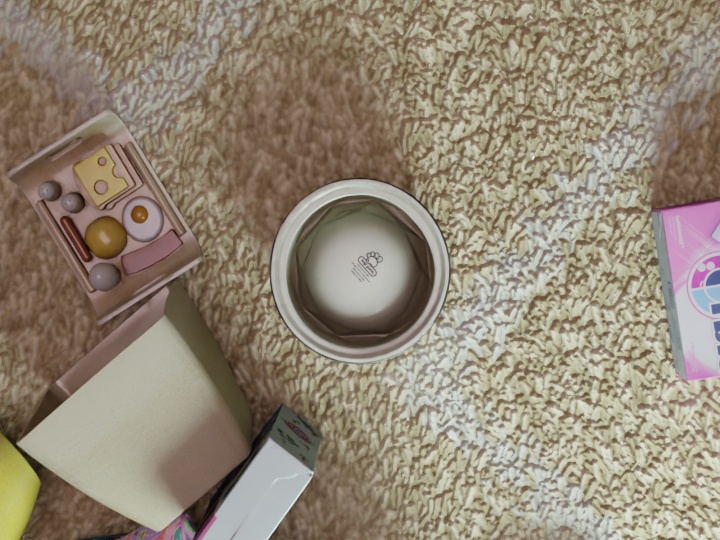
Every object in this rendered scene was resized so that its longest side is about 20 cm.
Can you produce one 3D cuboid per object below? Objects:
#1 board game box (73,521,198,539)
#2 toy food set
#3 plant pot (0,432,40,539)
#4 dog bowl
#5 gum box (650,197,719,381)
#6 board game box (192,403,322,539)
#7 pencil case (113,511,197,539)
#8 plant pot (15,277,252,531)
[{"bbox_3d":[-0.248,0.403,1.354,0.149,0.047,0.203,-9,92,2],"label":"board game box"},{"bbox_3d":[-0.287,-0.060,1.328,0.143,0.060,0.201,-32,92,3],"label":"toy food set"},{"bbox_3d":[-0.439,0.246,1.298,0.200,0.200,0.142,46,66,0],"label":"plant pot"},{"bbox_3d":[0.000,0.000,1.315,0.197,0.074,0.203,0,92,2],"label":"dog bowl"},{"bbox_3d":[0.396,0.022,1.304,0.112,0.066,0.203,-9,92,4],"label":"gum box"},{"bbox_3d":[-0.109,0.234,1.265,0.064,0.200,0.148,37,92,-1],"label":"board game box"},{"bbox_3d":[-0.263,0.335,1.286,0.198,0.087,0.088,-21,92,2],"label":"pencil case"},{"bbox_3d":[-0.222,0.156,1.277,0.199,0.200,0.177,-40,101,3],"label":"plant pot"}]
